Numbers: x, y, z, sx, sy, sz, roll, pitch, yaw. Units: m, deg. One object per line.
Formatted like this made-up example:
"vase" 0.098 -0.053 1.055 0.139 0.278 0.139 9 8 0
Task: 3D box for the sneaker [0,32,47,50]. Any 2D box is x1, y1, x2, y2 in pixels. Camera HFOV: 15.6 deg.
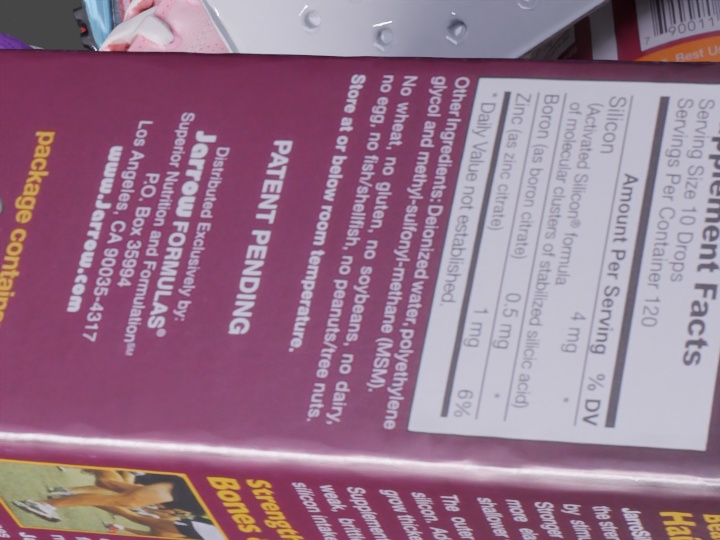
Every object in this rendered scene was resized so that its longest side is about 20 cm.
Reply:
"sneaker" -0.124 0.006 0.799 0.080 0.088 0.201 -19 57 28

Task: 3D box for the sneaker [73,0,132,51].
"sneaker" -0.037 -0.131 0.863 0.095 0.079 0.200 -1 62 18

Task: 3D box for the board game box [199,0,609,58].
"board game box" 0.020 -0.159 0.706 0.200 0.026 0.200 -32 85 20

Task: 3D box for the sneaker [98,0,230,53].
"sneaker" -0.046 -0.082 0.783 0.200 0.105 0.075 -29 9 -29

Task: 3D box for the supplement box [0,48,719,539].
"supplement box" -0.004 0.022 0.502 0.199 0.110 0.086 2 62 18

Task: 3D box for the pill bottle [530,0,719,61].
"pill bottle" 0.101 -0.100 0.773 0.109 0.110 0.200 -12 58 14
